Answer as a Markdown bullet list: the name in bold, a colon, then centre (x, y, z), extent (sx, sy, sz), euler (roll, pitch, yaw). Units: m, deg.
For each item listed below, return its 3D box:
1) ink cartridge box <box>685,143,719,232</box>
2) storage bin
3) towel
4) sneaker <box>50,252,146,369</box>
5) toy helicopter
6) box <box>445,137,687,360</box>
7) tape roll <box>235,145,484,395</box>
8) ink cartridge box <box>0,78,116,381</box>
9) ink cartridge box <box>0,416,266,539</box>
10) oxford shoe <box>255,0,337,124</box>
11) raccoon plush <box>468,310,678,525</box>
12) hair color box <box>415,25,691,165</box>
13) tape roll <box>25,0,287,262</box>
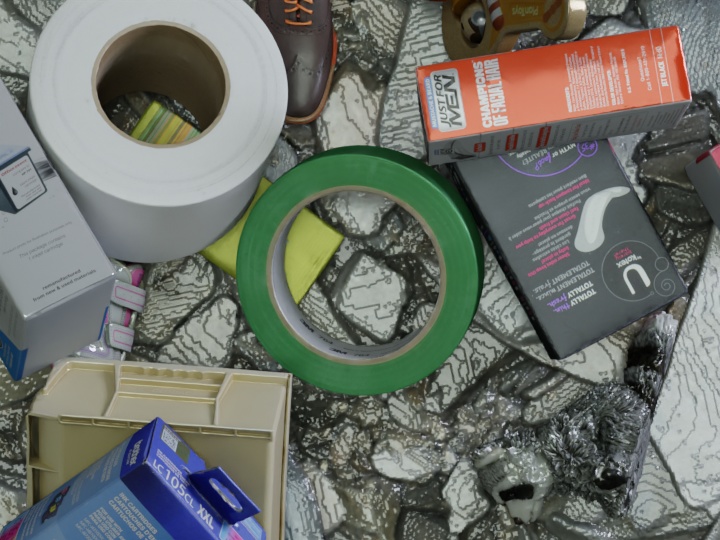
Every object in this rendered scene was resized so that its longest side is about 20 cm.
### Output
- **ink cartridge box**: centre (0.374, -0.103, 1.684), extent (0.200, 0.145, 0.084), euler (-29, 86, 0)
- **storage bin**: centre (-0.161, 0.184, 1.673), extent (0.198, 0.094, 0.201), euler (5, 116, 2)
- **towel**: centre (-0.116, -0.052, 1.761), extent (0.200, 0.018, 0.086), euler (35, 94, 2)
- **sneaker**: centre (-0.216, 0.032, 1.726), extent (0.088, 0.081, 0.201), euler (-17, 88, 2)
- **toy helicopter**: centre (0.118, -0.196, 1.676), extent (0.079, 0.200, 0.133), euler (0, 94, -27)
- **box**: centre (0.163, -0.041, 1.706), extent (0.122, 0.106, 0.200), euler (-28, 86, 1)
- **tape roll**: centre (0.000, 0.000, 1.709), extent (0.200, 0.048, 0.201), euler (2, 103, 10)
- **ink cartridge box**: centre (-0.276, -0.036, 1.625), extent (0.086, 0.147, 0.200), euler (-29, 76, -22)
- **ink cartridge box**: centre (-0.166, 0.207, 1.593), extent (0.200, 0.076, 0.137), euler (-36, 108, 16)
- **oxford shoe**: centre (-0.057, -0.223, 1.736), extent (0.071, 0.073, 0.201), euler (-3, 88, 1)
- **raccoon plush**: centre (0.173, 0.120, 1.731), extent (0.134, 0.097, 0.200), euler (14, 58, 15)
- **hair color box**: centre (0.144, -0.133, 1.603), extent (0.199, 0.111, 0.064), euler (-10, 83, 1)
- **tape roll**: centre (-0.166, -0.122, 1.673), extent (0.202, 0.139, 0.203), euler (3, 72, -10)
